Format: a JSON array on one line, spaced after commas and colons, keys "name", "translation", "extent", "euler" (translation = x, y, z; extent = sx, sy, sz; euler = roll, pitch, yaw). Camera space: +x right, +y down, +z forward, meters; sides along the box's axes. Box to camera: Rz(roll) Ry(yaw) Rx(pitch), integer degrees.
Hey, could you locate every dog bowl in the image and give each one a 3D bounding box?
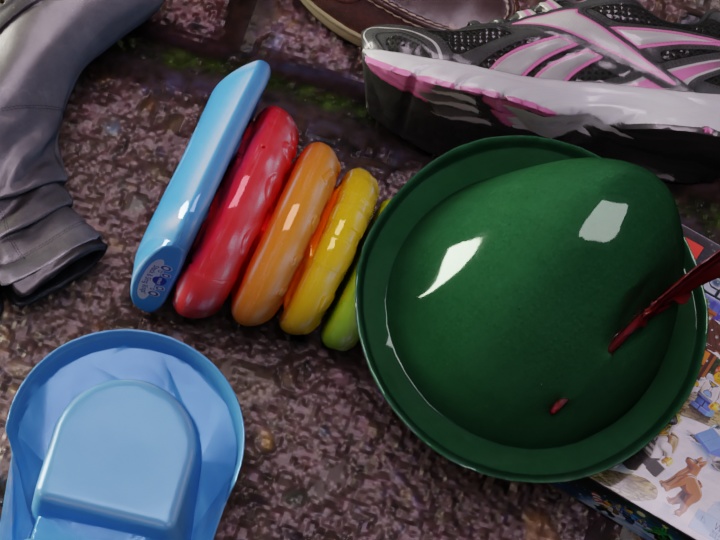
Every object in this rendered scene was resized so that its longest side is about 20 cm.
[{"name": "dog bowl", "translation": [-0.120, 0.127, 1.362], "extent": [0.111, 0.050, 0.200], "euler": [13, 68, 5]}]

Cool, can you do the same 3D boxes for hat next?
[{"name": "hat", "translation": [0.111, -0.017, 1.295], "extent": [0.200, 0.176, 0.166], "euler": [-39, 85, -25]}]

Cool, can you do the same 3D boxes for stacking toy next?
[{"name": "stacking toy", "translation": [0.000, 0.000, 1.401], "extent": [0.200, 0.116, 0.110], "euler": [26, 63, -4]}]

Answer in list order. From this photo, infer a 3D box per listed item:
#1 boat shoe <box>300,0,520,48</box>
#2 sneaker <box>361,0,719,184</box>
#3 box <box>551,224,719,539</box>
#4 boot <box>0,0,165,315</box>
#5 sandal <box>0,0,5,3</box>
[{"name": "boat shoe", "translation": [-0.007, -0.170, 1.467], "extent": [0.200, 0.072, 0.072], "euler": [33, 70, 1]}, {"name": "sneaker", "translation": [0.096, -0.100, 1.449], "extent": [0.200, 0.080, 0.087], "euler": [10, 66, -9]}, {"name": "box", "translation": [0.188, 0.078, 1.389], "extent": [0.200, 0.038, 0.137], "euler": [30, 70, 12]}, {"name": "boot", "translation": [-0.156, -0.057, 1.439], "extent": [0.200, 0.070, 0.132], "euler": [-33, 73, -2]}, {"name": "sandal", "translation": [-0.186, -0.168, 1.476], "extent": [0.211, 0.070, 0.078], "euler": [-13, 67, -6]}]
